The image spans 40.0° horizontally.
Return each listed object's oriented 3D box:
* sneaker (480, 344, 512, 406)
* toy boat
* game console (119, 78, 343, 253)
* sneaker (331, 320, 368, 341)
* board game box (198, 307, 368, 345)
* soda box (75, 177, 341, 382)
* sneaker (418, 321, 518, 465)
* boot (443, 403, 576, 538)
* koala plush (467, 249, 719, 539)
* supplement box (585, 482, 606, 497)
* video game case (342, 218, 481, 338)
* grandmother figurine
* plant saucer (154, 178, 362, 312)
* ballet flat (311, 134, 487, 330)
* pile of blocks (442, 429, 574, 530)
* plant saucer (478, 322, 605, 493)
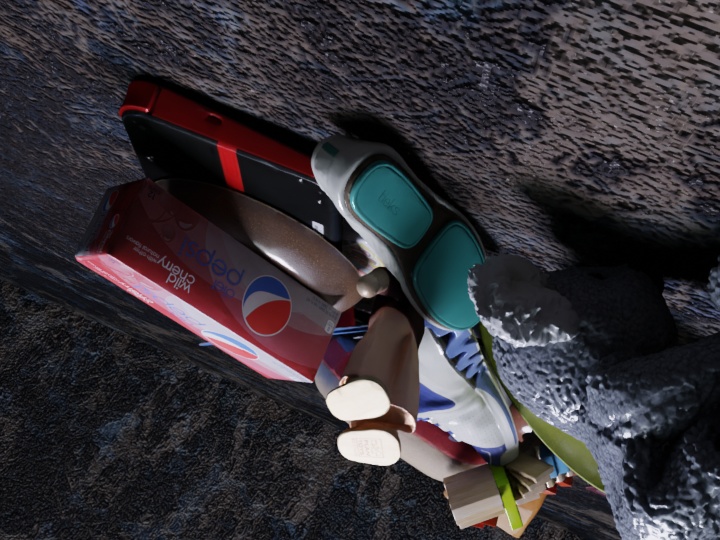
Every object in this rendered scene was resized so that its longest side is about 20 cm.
[{"bbox_3d":[0.118,0.129,1.055,0.199,0.086,0.072,35,165,-33],"label":"sneaker"},{"bbox_3d":[0.060,0.111,0.963,0.199,0.132,0.130,35,-179,-24],"label":"toy boat"},{"bbox_3d":[-0.092,-0.064,0.763,0.174,0.031,0.200,22,161,7],"label":"game console"},{"bbox_3d":[-0.013,0.098,1.173,0.196,0.081,0.130,7,152,23],"label":"sneaker"},{"bbox_3d":[-0.057,0.043,0.955,0.156,0.040,0.198,-11,173,44],"label":"board game box"},{"bbox_3d":[-0.112,0.013,0.750,0.199,0.064,0.069,36,158,-31],"label":"soda box"},{"bbox_3d":[0.059,0.101,0.861,0.081,0.114,0.201,-109,-8,-49],"label":"sneaker"},{"bbox_3d":[0.209,0.225,1.040,0.186,0.069,0.201,26,123,-6],"label":"boot"},{"bbox_3d":[0.157,0.064,0.587,0.199,0.185,0.177,29,172,33],"label":"koala plush"},{"bbox_3d":[0.348,0.250,1.166,0.107,0.062,0.200,24,166,3],"label":"supplement box"},{"bbox_3d":[0.000,0.000,0.896,0.180,0.023,0.199,11,161,43],"label":"video game case"},{"bbox_3d":[0.026,0.050,0.715,0.059,0.201,0.123,5,125,12],"label":"grandmother figurine"},{"bbox_3d":[-0.092,-0.008,0.817,0.197,0.033,0.201,22,162,7],"label":"plant saucer"},{"bbox_3d":[0.030,-0.029,0.668,0.069,0.070,0.200,14,159,37],"label":"ballet flat"},{"bbox_3d":[0.167,0.192,0.913,0.082,0.198,0.063,16,131,64],"label":"pile of blocks"},{"bbox_3d":[0.171,0.093,0.779,0.200,0.031,0.201,47,160,23],"label":"plant saucer"}]
